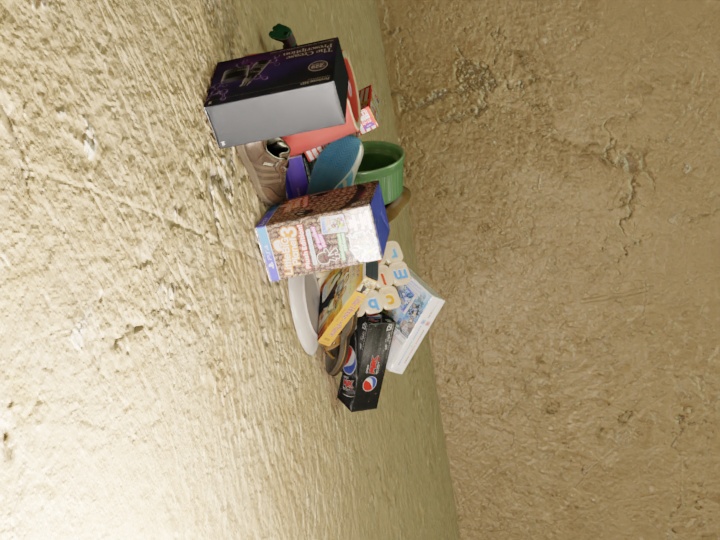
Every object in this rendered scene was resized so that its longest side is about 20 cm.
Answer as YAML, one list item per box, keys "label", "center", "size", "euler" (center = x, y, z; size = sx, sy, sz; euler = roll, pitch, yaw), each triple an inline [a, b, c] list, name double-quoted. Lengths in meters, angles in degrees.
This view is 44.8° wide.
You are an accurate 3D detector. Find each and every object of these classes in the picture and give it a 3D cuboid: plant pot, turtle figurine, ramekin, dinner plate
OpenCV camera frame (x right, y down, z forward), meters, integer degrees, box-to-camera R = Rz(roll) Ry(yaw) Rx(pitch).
- label: "plant pot"
  center: [-0.098, -0.304, 1.554]
  size: [0.200, 0.175, 0.203]
  euler: [-10, 90, -80]
- label: "plant pot"
  center: [0.030, -0.149, 2.106]
  size: [0.028, 0.198, 0.201]
  euler: [55, 20, -24]
- label: "turtle figurine"
  center: [-0.124, -0.391, 1.728]
  size: [0.200, 0.099, 0.152]
  euler: [42, 39, -65]
- label: "ramekin"
  center: [0.009, -0.223, 2.048]
  size: [0.201, 0.197, 0.099]
  euler: [-80, 166, -61]
- label: "dinner plate"
  center: [-0.099, 0.060, 1.665]
  size: [0.200, 0.024, 0.203]
  euler: [-8, 90, -81]

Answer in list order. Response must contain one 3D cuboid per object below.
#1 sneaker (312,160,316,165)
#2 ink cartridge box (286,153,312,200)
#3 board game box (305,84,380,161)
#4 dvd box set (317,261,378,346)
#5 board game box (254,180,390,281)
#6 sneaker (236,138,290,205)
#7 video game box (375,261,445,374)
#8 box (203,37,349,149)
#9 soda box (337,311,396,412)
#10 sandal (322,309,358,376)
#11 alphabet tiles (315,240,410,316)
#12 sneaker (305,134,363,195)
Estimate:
- label: "sneaker"
  center: [-0.040, -0.188, 1.777]
  size: [0.082, 0.074, 0.202]
  euler: [-40, -117, 54]
- label: "ink cartridge box"
  center: [-0.108, -0.140, 1.688]
  size: [0.201, 0.043, 0.201]
  euler: [-87, 166, -66]
- label: "board game box"
  center: [-0.037, -0.292, 1.717]
  size: [0.047, 0.150, 0.200]
  euler: [60, 12, -19]
- label: "dvd box set"
  center: [-0.024, 0.025, 1.621]
  size: [0.201, 0.029, 0.148]
  euler: [-54, -155, 40]
- label: "board game box"
  center: [-0.059, -0.070, 1.492]
  size: [0.160, 0.197, 0.098]
  euler: [-73, 150, -69]
- label: "sneaker"
  center: [-0.146, -0.175, 1.455]
  size: [0.200, 0.074, 0.071]
  euler: [62, 21, -60]
- label: "video game box"
  center: [0.069, 0.087, 1.845]
  size: [0.046, 0.184, 0.200]
  euler: [17, 18, -38]
- label: "box"
  center: [-0.122, -0.268, 1.315]
  size: [0.142, 0.197, 0.079]
  euler: [-90, 166, -47]
- label: "soda box"
  center: [0.010, 0.184, 1.783]
  size: [0.063, 0.070, 0.203]
  euler: [36, -59, 51]
- label: "sandal"
  center: [-0.048, 0.125, 1.701]
  size: [0.201, 0.054, 0.082]
  euler: [109, -18, -46]
- label: "alphabet tiles"
  center: [0.000, 0.000, 1.783]
  size: [0.015, 0.197, 0.198]
  euler: [115, -41, -59]
- label: "sneaker"
  center: [-0.047, -0.155, 1.614]
  size: [0.080, 0.076, 0.202]
  euler: [3, 117, -59]
